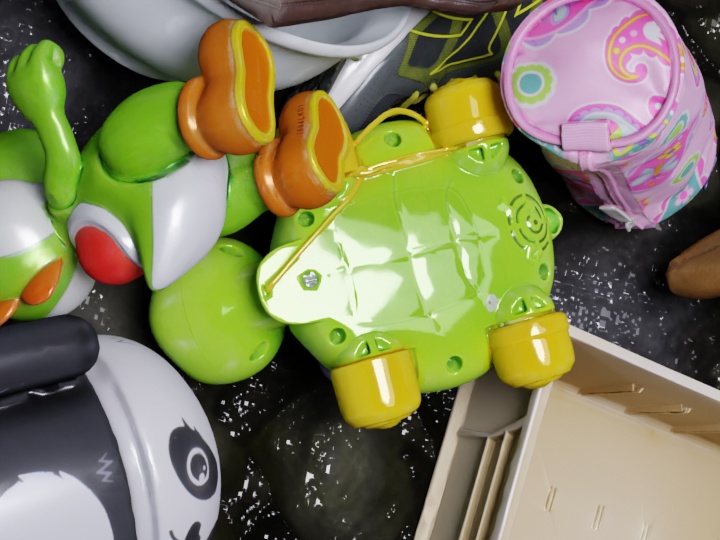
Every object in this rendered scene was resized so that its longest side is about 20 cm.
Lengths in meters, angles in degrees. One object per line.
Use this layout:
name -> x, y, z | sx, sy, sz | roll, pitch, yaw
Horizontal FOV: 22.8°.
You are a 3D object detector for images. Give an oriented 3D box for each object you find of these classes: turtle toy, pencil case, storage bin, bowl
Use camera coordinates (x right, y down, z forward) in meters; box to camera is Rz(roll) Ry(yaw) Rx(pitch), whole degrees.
turtle toy -> 0.000, 0.000, 0.826 | 0.200, 0.101, 0.146 | -14, 87, -13
pencil case -> 0.124, -0.073, 0.859 | 0.087, 0.200, 0.088 | -2, 80, 14
storage bin -> 0.132, 0.156, 0.887 | 0.200, 0.094, 0.199 | 23, 75, -21
bowl -> -0.079, -0.149, 0.804 | 0.201, 0.090, 0.201 | 29, 37, -25

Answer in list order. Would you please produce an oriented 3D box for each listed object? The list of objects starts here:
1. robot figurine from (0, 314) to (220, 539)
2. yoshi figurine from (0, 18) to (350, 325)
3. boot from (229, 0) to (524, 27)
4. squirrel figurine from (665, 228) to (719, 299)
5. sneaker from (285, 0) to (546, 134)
robot figurine -> -0.155, 0.099, 0.742 | 0.200, 0.150, 0.125 | -14, 80, -29
yoshi figurine -> -0.109, -0.043, 0.760 | 0.113, 0.200, 0.112 | 66, 24, -2
boot -> -0.028, -0.183, 0.768 | 0.200, 0.064, 0.187 | -12, 63, -48
squirrel figurine -> 0.298, 0.013, 0.927 | 0.187, 0.200, 0.142 | 51, 57, -26
sneaker -> 0.045, -0.114, 0.886 | 0.085, 0.074, 0.200 | 47, 68, -14
